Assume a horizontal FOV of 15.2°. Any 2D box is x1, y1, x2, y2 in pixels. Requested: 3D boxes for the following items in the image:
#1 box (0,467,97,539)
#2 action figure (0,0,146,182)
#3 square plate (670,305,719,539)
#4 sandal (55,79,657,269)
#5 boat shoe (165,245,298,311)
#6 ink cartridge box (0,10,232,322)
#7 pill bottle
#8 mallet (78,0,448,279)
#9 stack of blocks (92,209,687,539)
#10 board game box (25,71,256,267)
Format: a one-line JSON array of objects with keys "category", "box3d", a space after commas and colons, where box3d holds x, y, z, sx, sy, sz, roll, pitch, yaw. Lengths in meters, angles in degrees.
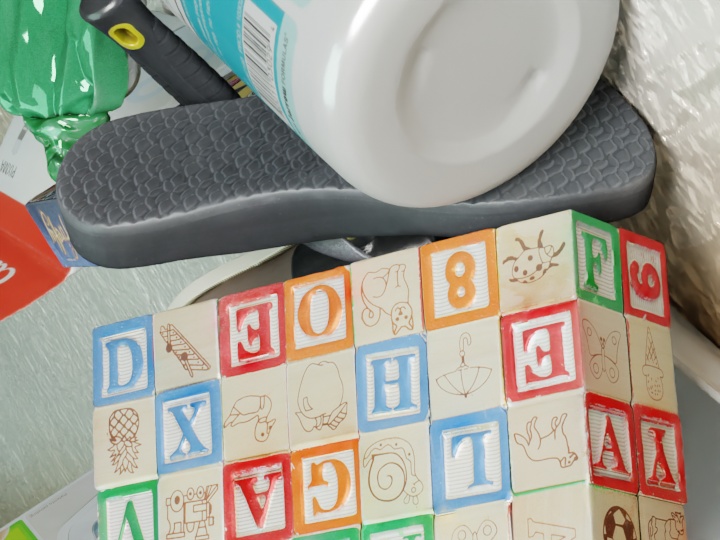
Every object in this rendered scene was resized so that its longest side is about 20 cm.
[{"category": "box", "box3d": [-0.126, 0.203, 1.732, 0.176, 0.199, 0.097, 39, 157, 53]}, {"category": "action figure", "box3d": [-0.113, -0.133, 1.053, 0.118, 0.055, 0.201, 4, 93, 32]}, {"category": "square plate", "box3d": [0.113, 0.068, 0.997, 0.198, 0.028, 0.201, 46, 162, 40]}, {"category": "sandal", "box3d": [0.000, -0.030, 0.895, 0.076, 0.199, 0.043, -82, -16, -44]}, {"category": "boat shoe", "box3d": [-0.021, 0.023, 1.104, 0.200, 0.072, 0.060, -36, 54, 43]}, {"category": "ink cartridge box", "box3d": [-0.143, -0.047, 1.258, 0.047, 0.199, 0.160, 62, 165, -21]}, {"category": "pill bottle", "box3d": [-0.014, -0.115, 0.870, 0.200, 0.110, 0.111, 46, 162, 40]}, {"category": "mallet", "box3d": [-0.040, -0.037, 0.957, 0.200, 0.066, 0.041, 35, -140, -39]}, {"category": "stack of blocks", "box3d": [0.005, 0.061, 0.886, 0.058, 0.199, 0.116, 17, -114, -51]}, {"category": "board game box", "box3d": [-0.056, -0.051, 1.095, 0.035, 0.135, 0.200, 59, 166, -9]}]
